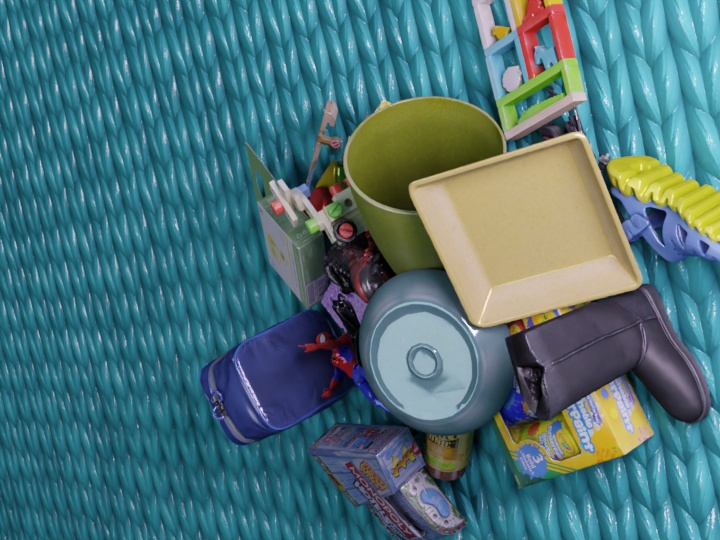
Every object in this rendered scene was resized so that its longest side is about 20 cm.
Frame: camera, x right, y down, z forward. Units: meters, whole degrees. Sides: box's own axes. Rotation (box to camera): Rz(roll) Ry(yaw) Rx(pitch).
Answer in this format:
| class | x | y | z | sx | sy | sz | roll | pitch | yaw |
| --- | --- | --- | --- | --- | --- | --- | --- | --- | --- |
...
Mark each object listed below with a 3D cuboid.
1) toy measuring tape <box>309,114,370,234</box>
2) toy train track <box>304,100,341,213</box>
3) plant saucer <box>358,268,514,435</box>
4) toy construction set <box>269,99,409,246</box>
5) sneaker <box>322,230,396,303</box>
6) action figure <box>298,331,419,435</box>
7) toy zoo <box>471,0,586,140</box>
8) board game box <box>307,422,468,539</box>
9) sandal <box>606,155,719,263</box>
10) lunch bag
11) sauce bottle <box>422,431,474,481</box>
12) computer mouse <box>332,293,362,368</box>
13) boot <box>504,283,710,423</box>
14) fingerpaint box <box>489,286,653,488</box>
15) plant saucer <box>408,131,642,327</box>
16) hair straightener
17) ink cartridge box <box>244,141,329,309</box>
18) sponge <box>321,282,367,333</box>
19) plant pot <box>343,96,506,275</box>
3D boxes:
| class | x | y | z | sx | sy | sz | roll | pitch | yaw |
| --- | --- | --- | --- | --- | --- | --- | --- | --- | --- |
| toy measuring tape | -0.014 | -0.112 | 1.855 | 0.074 | 0.073 | 0.201 | 54 | 133 | 22 |
| toy train track | -0.050 | -0.146 | 1.898 | 0.201 | 0.032 | 0.116 | 109 | 175 | -51 |
| plant saucer | 0.079 | 0.100 | 1.638 | 0.197 | 0.036 | 0.203 | 7 | 107 | 25 |
| toy construction set | -0.016 | -0.108 | 1.766 | 0.132 | 0.198 | 0.092 | 60 | -176 | 2 |
| sneaker | 0.000 | 0.000 | 1.779 | 0.097 | 0.201 | 0.071 | -26 | 110 | 11 |
| action figure | -0.013 | 0.149 | 1.886 | 0.200 | 0.098 | 0.066 | 43 | 134 | 36 |
| toy zoo | 0.180 | -0.260 | 1.569 | 0.131 | 0.020 | 0.203 | -26 | 74 | 57 |
| board game box | 0.041 | 0.277 | 1.854 | 0.201 | 0.062 | 0.200 | 50 | 157 | 0 |
| sandal | 0.330 | -0.046 | 1.454 | 0.200 | 0.079 | 0.088 | 38 | 135 | 47 |
| lunch bag | -0.125 | 0.157 | 1.986 | 0.132 | 0.199 | 0.137 | -31 | 85 | 54 |
| sauce bottle | 0.116 | 0.174 | 1.787 | 0.065 | 0.064 | 0.202 | 37 | 137 | 36 |
| computer mouse | 0.047 | 0.112 | 1.746 | 0.199 | 0.046 | 0.141 | 22 | 150 | 38 |
| boot | 0.260 | 0.112 | 1.491 | 0.066 | 0.198 | 0.166 | -43 | 70 | 49 |
| fingerpaint box | 0.216 | 0.129 | 1.630 | 0.166 | 0.073 | 0.202 | -26 | 86 | 44 |
| plant saucer | 0.178 | -0.049 | 1.509 | 0.198 | 0.049 | 0.201 | -15 | 121 | 22 |
| hair straightener | 0.251 | -0.116 | 1.556 | 0.077 | 0.041 | 0.202 | -34 | 72 | 51 |
| ink cartridge box | -0.116 | -0.062 | 1.966 | 0.200 | 0.048 | 0.146 | 48 | 160 | 30 |
| sponge | 0.027 | 0.078 | 1.904 | 0.201 | 0.030 | 0.112 | 53 | 139 | 23 |
| plant pot | 0.082 | -0.066 | 1.672 | 0.187 | 0.186 | 0.201 | 40 | 154 | 34 |
